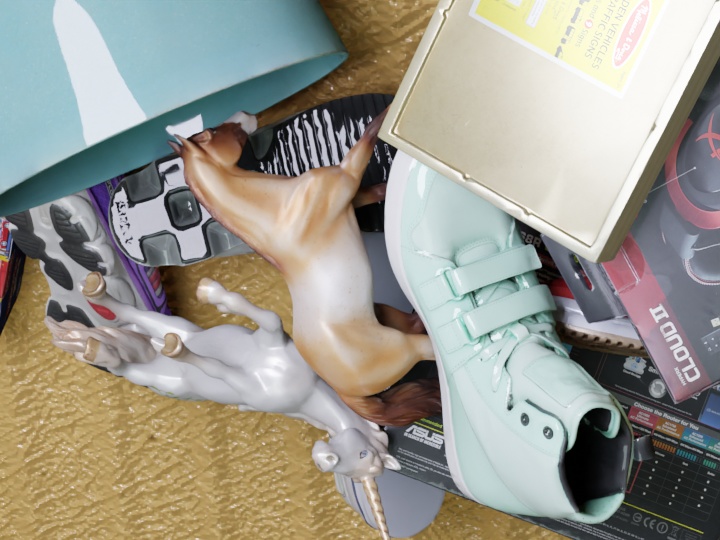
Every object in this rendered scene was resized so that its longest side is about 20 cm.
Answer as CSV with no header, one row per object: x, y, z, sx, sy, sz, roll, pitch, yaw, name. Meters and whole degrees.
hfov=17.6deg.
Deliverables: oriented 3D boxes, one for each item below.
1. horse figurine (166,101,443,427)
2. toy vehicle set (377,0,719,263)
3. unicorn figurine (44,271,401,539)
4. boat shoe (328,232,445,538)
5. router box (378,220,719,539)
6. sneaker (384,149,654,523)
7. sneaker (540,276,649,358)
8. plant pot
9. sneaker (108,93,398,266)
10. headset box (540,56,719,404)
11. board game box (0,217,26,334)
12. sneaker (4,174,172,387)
0.000,0.000,1.156,0.050,0.132,0.201,13,127,60,horse figurine
0.102,-0.119,1.047,0.124,0.026,0.201,32,107,20,toy vehicle set
-0.065,0.055,1.204,0.200,0.074,0.137,28,174,46,unicorn figurine
0.003,0.049,1.311,0.070,0.071,0.201,20,124,54,boat shoe
0.117,0.064,1.257,0.199,0.062,0.150,21,91,-5,router box
0.081,0.025,1.112,0.118,0.074,0.201,11,119,57,sneaker
0.182,-0.008,1.195,0.199,0.071,0.113,6,88,-5,sneaker
-0.129,-0.136,1.120,0.200,0.200,0.162,-24,90,27,plant pot
-0.029,-0.048,1.235,0.199,0.089,0.074,-9,90,6,sneaker
0.183,-0.042,1.103,0.199,0.075,0.149,-29,94,11,headset box
-0.277,-0.072,1.284,0.199,0.062,0.201,15,129,-1,board game box
-0.131,-0.005,1.301,0.080,0.084,0.200,18,147,23,sneaker
